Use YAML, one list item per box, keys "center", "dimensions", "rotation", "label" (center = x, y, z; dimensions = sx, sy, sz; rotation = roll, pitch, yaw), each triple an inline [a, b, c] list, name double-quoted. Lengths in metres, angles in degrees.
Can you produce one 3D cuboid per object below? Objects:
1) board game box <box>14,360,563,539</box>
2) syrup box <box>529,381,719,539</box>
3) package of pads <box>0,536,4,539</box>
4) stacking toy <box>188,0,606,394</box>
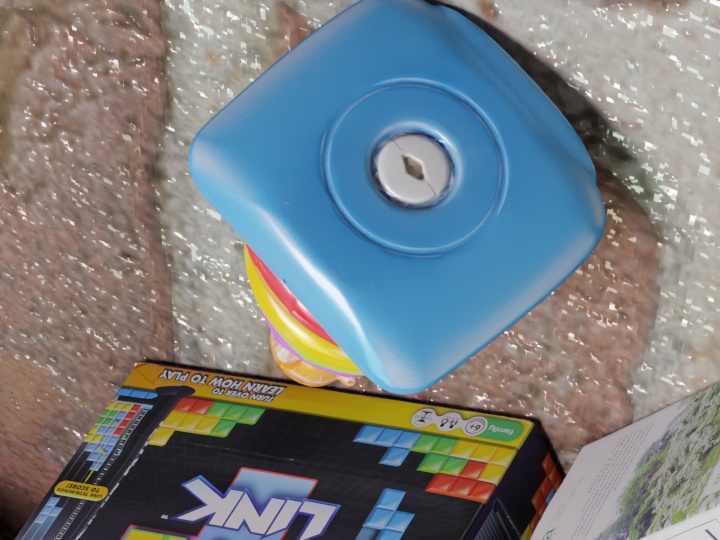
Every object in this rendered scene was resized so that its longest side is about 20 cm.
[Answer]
- center: [-0.043, 0.121, 1.161]
  dimensions: [0.200, 0.165, 0.057]
  rotation: [6, 138, 35]
  label: "board game box"
- center: [0.141, 0.088, 1.039]
  dimensions: [0.081, 0.079, 0.200]
  rotation: [41, 146, -11]
  label: "syrup box"
- center: [-0.182, 0.187, 1.353]
  dimensions: [0.068, 0.200, 0.155]
  rotation: [-33, 114, 11]
  label: "package of pads"
- center: [0.000, 0.000, 1.047]
  dimensions: [0.116, 0.110, 0.200]
  rotation: [48, 159, 8]
  label: "stacking toy"
